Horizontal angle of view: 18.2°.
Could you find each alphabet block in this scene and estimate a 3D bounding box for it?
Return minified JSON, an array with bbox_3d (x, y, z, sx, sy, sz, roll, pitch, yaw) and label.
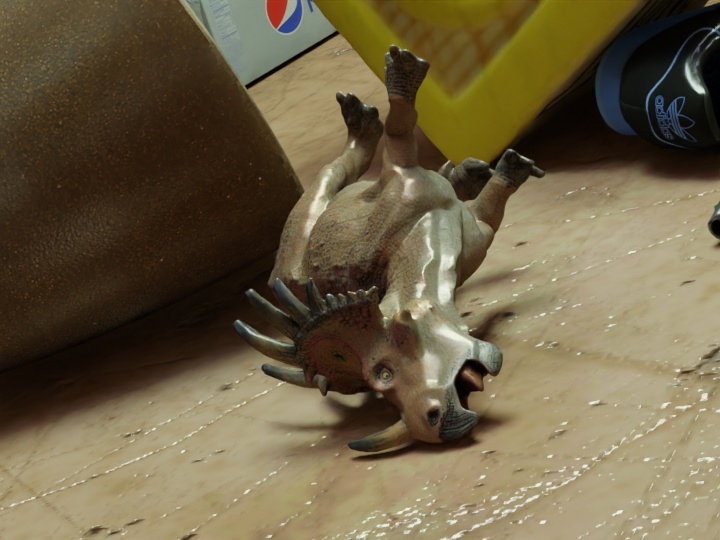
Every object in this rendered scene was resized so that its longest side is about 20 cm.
[{"bbox_3d":[0.091,-0.200,1.062,0.200,0.195,0.197,-36,-9,-42],"label":"alphabet block"}]

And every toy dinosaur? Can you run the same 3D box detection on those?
[{"bbox_3d":[0.000,0.000,0.869,0.136,0.086,0.200,-60,11,-10],"label":"toy dinosaur"}]

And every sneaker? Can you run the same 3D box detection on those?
[{"bbox_3d":[0.202,-0.108,0.996,0.199,0.070,0.078,-32,25,-17],"label":"sneaker"}]

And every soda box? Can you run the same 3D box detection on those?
[{"bbox_3d":[-0.050,-0.176,1.421,0.068,0.064,0.200,0,26,44],"label":"soda box"}]

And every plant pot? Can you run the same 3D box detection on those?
[{"bbox_3d":[-0.154,-0.037,0.966,0.199,0.187,0.187,-36,21,-8],"label":"plant pot"}]

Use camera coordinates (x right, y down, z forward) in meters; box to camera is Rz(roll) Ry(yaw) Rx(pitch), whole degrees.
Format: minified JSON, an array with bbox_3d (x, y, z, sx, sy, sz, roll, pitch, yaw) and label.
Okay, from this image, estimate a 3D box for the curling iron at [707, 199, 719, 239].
[{"bbox_3d":[0.194,-0.077,0.928,0.025,0.050,0.200,24,53,30],"label":"curling iron"}]
